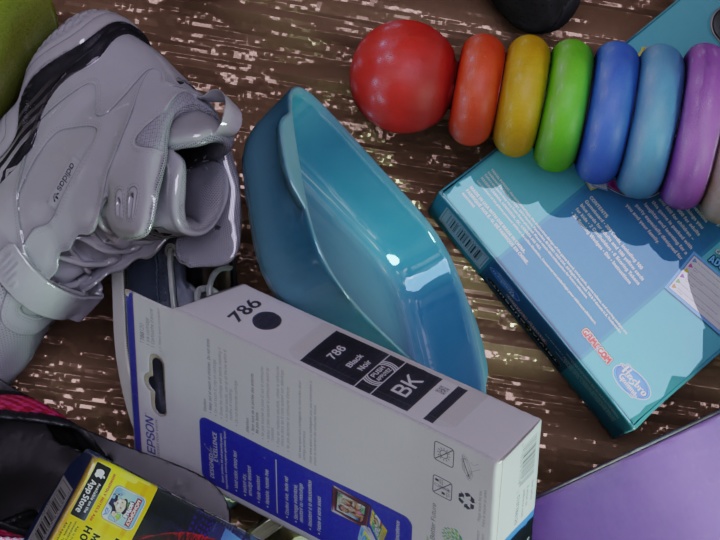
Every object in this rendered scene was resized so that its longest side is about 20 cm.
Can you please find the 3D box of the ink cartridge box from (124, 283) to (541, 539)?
[{"bbox_3d":[-0.015,0.073,0.950,0.199,0.100,0.039,24,42,26],"label":"ink cartridge box"}]

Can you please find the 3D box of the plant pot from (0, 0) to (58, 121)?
[{"bbox_3d":[-0.249,-0.094,1.003,0.200,0.200,0.193,46,67,3],"label":"plant pot"}]

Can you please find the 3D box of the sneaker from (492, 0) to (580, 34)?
[{"bbox_3d":[0.037,-0.192,1.062,0.115,0.075,0.201,-39,115,-41],"label":"sneaker"}]

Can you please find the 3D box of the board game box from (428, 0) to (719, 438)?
[{"bbox_3d":[0.158,-0.038,1.104,0.200,0.047,0.151,-39,86,-12],"label":"board game box"}]

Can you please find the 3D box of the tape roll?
[{"bbox_3d":[0.153,0.116,0.999,0.199,0.200,0.086,-23,82,-10],"label":"tape roll"}]

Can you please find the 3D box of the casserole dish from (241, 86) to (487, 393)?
[{"bbox_3d":[0.000,0.000,1.021,0.039,0.200,0.122,-24,51,17],"label":"casserole dish"}]

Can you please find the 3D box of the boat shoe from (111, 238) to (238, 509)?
[{"bbox_3d":[-0.078,0.017,1.050,0.061,0.075,0.202,-17,73,22],"label":"boat shoe"}]

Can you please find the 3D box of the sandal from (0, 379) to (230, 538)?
[{"bbox_3d":[-0.153,0.088,0.965,0.198,0.045,0.076,18,82,3],"label":"sandal"}]

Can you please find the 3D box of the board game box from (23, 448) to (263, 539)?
[{"bbox_3d":[-0.081,0.206,0.941,0.199,0.062,0.201,30,88,-18],"label":"board game box"}]

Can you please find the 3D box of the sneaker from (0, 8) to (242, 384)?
[{"bbox_3d":[-0.127,-0.012,0.993,0.115,0.075,0.201,29,95,38],"label":"sneaker"}]

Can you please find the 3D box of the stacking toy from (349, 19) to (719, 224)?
[{"bbox_3d":[0.093,-0.082,1.047,0.198,0.085,0.086,12,79,2],"label":"stacking toy"}]

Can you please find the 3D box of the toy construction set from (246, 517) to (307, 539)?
[{"bbox_3d":[-0.012,0.196,1.019,0.131,0.092,0.201,-35,77,13],"label":"toy construction set"}]

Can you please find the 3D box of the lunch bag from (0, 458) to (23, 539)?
[{"bbox_3d":[-0.186,0.172,1.007,0.175,0.082,0.202,9,79,-5],"label":"lunch bag"}]
